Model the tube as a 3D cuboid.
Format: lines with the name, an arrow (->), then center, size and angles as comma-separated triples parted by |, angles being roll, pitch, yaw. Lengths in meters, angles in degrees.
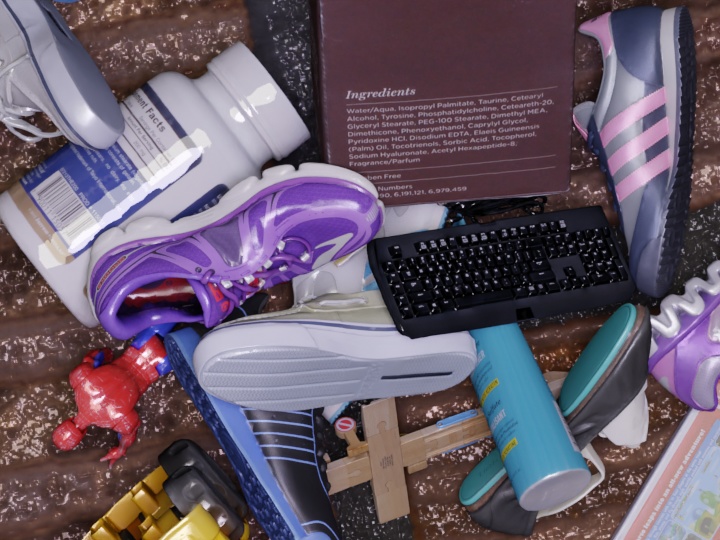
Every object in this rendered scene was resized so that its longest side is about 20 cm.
tube -> 0.094, 0.062, 1.648 | 0.050, 0.078, 0.200 | -7, 57, -24

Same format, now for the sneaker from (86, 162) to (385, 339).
sneaker -> -0.077, -0.001, 1.583 | 0.199, 0.084, 0.081 | -21, 129, 6

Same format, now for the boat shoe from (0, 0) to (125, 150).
boat shoe -> -0.228, -0.128, 1.646 | 0.086, 0.075, 0.202 | -42, 50, 7

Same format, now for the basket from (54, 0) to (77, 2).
basket -> -0.216, -0.298, 1.655 | 0.176, 0.139, 0.200 | 30, 78, -2

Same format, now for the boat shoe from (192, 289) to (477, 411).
boat shoe -> -0.020, 0.047, 1.603 | 0.199, 0.072, 0.062 | 1, 50, -30

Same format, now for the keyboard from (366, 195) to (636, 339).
keyboard -> 0.094, -0.018, 1.637 | 0.200, 0.040, 0.104 | -9, 63, -36

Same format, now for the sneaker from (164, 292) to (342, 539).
sneaker -> -0.049, 0.109, 1.632 | 0.078, 0.070, 0.200 | -29, 90, -18

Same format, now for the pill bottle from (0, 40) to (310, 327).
pill bottle -> -0.137, -0.063, 1.667 | 0.200, 0.111, 0.111 | -37, 90, -3

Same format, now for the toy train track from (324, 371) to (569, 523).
toy train track -> 0.051, 0.107, 1.701 | 0.199, 0.033, 0.115 | -19, 133, -12

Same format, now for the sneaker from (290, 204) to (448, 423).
sneaker -> 0.000, 0.000, 1.690 | 0.081, 0.077, 0.200 | 30, 85, 2

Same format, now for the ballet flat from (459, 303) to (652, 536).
ballet flat -> 0.149, 0.106, 1.678 | 0.068, 0.068, 0.200 | 34, 117, -13

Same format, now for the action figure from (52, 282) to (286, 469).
action figure -> -0.140, 0.059, 1.694 | 0.065, 0.099, 0.200 | 45, 65, 2

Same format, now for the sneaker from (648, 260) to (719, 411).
sneaker -> 0.275, 0.023, 1.691 | 0.200, 0.080, 0.089 | -40, 78, 3

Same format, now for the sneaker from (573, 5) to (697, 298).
sneaker -> 0.186, -0.082, 1.712 | 0.082, 0.070, 0.201 | 3, 89, 19

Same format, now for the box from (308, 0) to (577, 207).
box -> 0.049, -0.168, 1.607 | 0.164, 0.166, 0.200 | -4, 134, -2

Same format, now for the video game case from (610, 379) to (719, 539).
video game case -> 0.292, 0.185, 1.724 | 0.200, 0.017, 0.143 | 32, 88, -1

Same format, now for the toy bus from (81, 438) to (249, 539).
toy bus -> -0.101, 0.228, 1.624 | 0.136, 0.200, 0.192 | -41, 98, 0
